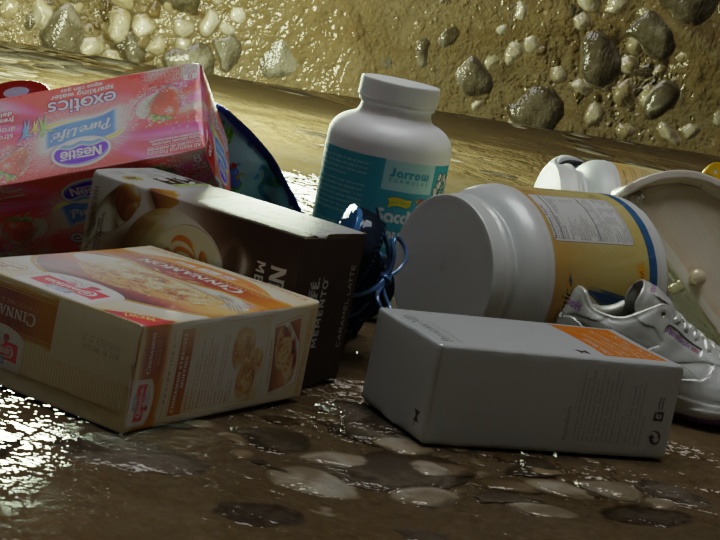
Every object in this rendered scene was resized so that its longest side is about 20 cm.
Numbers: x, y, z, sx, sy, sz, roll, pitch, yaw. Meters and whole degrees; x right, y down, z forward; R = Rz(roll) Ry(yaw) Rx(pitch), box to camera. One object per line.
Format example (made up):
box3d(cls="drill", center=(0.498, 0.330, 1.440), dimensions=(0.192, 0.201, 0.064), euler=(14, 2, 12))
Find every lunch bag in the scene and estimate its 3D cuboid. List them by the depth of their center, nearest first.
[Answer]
box3d(cls="lunch bag", center=(-0.143, -0.065, 1.749), dimensions=(0.170, 0.128, 0.200), euler=(23, -14, 48))

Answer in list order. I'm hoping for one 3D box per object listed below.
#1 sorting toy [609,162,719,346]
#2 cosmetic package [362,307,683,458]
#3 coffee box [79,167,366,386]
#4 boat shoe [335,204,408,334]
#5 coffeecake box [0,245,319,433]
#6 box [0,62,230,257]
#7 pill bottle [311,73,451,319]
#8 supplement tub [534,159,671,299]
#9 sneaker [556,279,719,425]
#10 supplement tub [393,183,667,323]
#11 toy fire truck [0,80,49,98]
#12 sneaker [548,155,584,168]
box3d(cls="sorting toy", center=(0.284, -0.002, 1.758), dimensions=(0.107, 0.200, 0.180), euler=(-38, 6, -25))
box3d(cls="cosmetic package", center=(0.114, 0.079, 1.375), dimensions=(0.199, 0.072, 0.101), euler=(6, 12, -27))
box3d(cls="coffee box", center=(-0.107, 0.002, 1.432), dimensions=(0.199, 0.115, 0.080), euler=(17, 11, 31))
box3d(cls="boat shoe", center=(0.000, 0.000, 1.518), dimensions=(0.068, 0.084, 0.200), euler=(27, -13, -3))
box3d(cls="coffeecake box", center=(-0.148, 0.040, 1.294), dimensions=(0.153, 0.074, 0.200), euler=(18, 13, 29))
box3d(cls="box", center=(-0.210, -0.085, 1.566), dimensions=(0.199, 0.103, 0.095), euler=(-10, 52, 4))
box3d(cls="pill bottle", center=(0.016, -0.065, 1.692), dimensions=(0.110, 0.201, 0.111), euler=(10, 10, -2))
box3d(cls="supplement tub", center=(0.273, -0.031, 1.945), dimensions=(0.199, 0.145, 0.144), euler=(9, 10, -11))
box3d(cls="sneaker", center=(0.246, 0.064, 1.524), dimensions=(0.199, 0.100, 0.075), euler=(11, 8, -11))
box3d(cls="supplement tub", center=(0.139, 0.004, 1.607), dimensions=(0.199, 0.146, 0.144), euler=(2, 13, -40))
box3d(cls="toy fire truck", center=(-0.374, -0.103, 1.804), dimensions=(0.199, 0.113, 0.168), euler=(16, 35, 29))
box3d(cls="sneaker", center=(0.325, -0.105, 2.604), dimensions=(0.113, 0.076, 0.200), euler=(15, 8, 35))
